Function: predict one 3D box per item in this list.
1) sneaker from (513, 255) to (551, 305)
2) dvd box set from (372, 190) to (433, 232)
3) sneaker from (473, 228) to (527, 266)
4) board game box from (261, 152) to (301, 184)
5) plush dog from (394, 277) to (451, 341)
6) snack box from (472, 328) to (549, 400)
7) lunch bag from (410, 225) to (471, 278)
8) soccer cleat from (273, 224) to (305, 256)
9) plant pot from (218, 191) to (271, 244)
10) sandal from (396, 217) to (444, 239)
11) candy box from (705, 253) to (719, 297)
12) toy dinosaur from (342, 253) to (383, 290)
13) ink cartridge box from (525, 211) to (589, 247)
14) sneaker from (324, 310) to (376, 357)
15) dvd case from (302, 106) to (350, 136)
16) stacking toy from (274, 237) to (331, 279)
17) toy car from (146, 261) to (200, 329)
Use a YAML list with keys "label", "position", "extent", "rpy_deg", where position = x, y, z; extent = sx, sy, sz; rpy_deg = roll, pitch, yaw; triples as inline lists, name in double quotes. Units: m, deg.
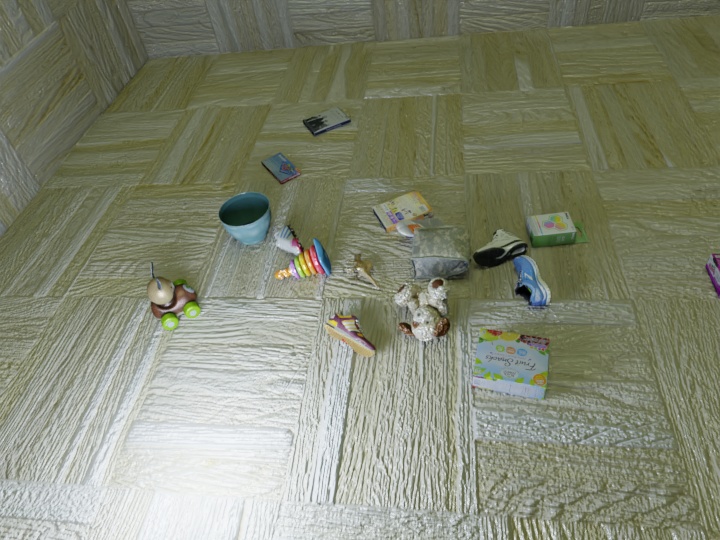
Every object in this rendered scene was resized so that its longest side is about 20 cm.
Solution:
- label: "sneaker"
  position: [0.531, 0.030, 1.686]
  extent: [0.088, 0.079, 0.201]
  rpy_deg: [-11, 46, -5]
- label: "dvd box set"
  position: [0.161, -0.229, 2.029]
  extent: [0.198, 0.030, 0.147]
  rpy_deg: [-22, 46, -10]
- label: "sneaker"
  position: [0.463, -0.081, 1.820]
  extent: [0.198, 0.076, 0.116]
  rpy_deg: [-12, 36, -13]
- label: "board game box"
  position: [-0.355, -0.457, 2.346]
  extent: [0.102, 0.020, 0.200]
  rpy_deg: [-30, 49, -16]
- label: "plush dog"
  position: [0.209, 0.136, 1.624]
  extent: [0.198, 0.160, 0.174]
  rpy_deg: [-10, 53, 40]
- label: "snack box"
  position: [0.426, 0.261, 1.490]
  extent: [0.197, 0.068, 0.170]
  rpy_deg: [7, 48, 18]
- label: "lunch bag"
  position: [0.279, -0.064, 1.792]
  extent: [0.197, 0.118, 0.165]
  rpy_deg: [-3, 45, 14]
- label: "soccer cleat"
  position: [-0.265, -0.095, 1.954]
  extent: [0.086, 0.070, 0.200]
  rpy_deg: [-31, 39, -3]
- label: "plant pot"
  position: [-0.429, -0.186, 2.018]
  extent: [0.197, 0.135, 0.202]
  rpy_deg: [-4, 46, 4]
- label: "sandal"
  position: [0.219, -0.143, 1.926]
  extent: [0.204, 0.060, 0.080]
  rpy_deg: [-8, 54, -28]
- label: "candy box"
  position: [1.184, 0.016, 1.598]
  extent: [0.197, 0.061, 0.137]
  rpy_deg: [1, 46, 10]
- label: "toy dinosaur"
  position: [0.000, 0.000, 1.821]
  extent: [0.100, 0.059, 0.201]
  rpy_deg: [-21, 47, -12]
- label: "ink cartridge box"
  position: [0.689, -0.146, 1.838]
  extent: [0.197, 0.060, 0.105]
  rpy_deg: [-5, 46, 5]
- label: "sneaker"
  position: [-0.017, 0.188, 1.632]
  extent: [0.199, 0.075, 0.090]
  rpy_deg: [28, 62, 30]
- label: "dvd case"
  position: [-0.165, -0.728, 2.568]
  extent: [0.198, 0.025, 0.151]
  rpy_deg: [-24, 47, -14]
- label: "stacking toy"
  position: [-0.210, -0.014, 1.853]
  extent: [0.198, 0.110, 0.117]
  rpy_deg: [-23, 54, 4]
- label: "toy car"
  position: [-0.651, 0.064, 1.771]
  extent: [0.157, 0.202, 0.164]
  rpy_deg: [-28, 48, -17]
